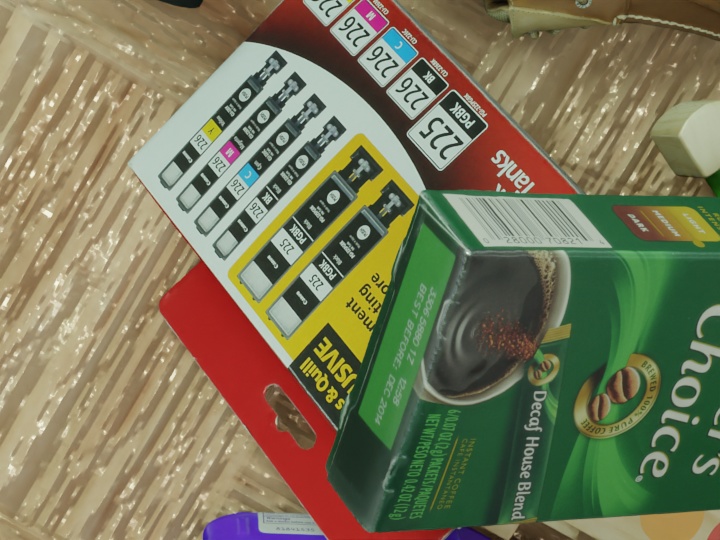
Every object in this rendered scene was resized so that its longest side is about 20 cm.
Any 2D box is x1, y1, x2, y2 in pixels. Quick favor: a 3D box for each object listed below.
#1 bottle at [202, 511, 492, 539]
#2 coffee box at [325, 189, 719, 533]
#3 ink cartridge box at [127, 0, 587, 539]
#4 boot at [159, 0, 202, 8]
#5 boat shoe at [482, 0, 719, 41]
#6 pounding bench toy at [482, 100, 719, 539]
[{"bbox_3d":[0.026,0.153,1.062,0.198,0.065,0.084,2,111,-5],"label":"bottle"},{"bbox_3d":[0.095,0.033,0.870,0.199,0.044,0.124,1,121,-33],"label":"coffee box"},{"bbox_3d":[0.000,0.000,0.962,0.176,0.200,0.084,-46,142,6],"label":"ink cartridge box"},{"bbox_3d":[-0.104,-0.224,0.951,0.198,0.073,0.163,38,106,11],"label":"boot"},{"bbox_3d":[0.078,-0.139,0.999,0.199,0.076,0.074,20,123,-26],"label":"boat shoe"},{"bbox_3d":[0.159,0.044,1.021,0.155,0.124,0.201,28,98,-9],"label":"pounding bench toy"}]
